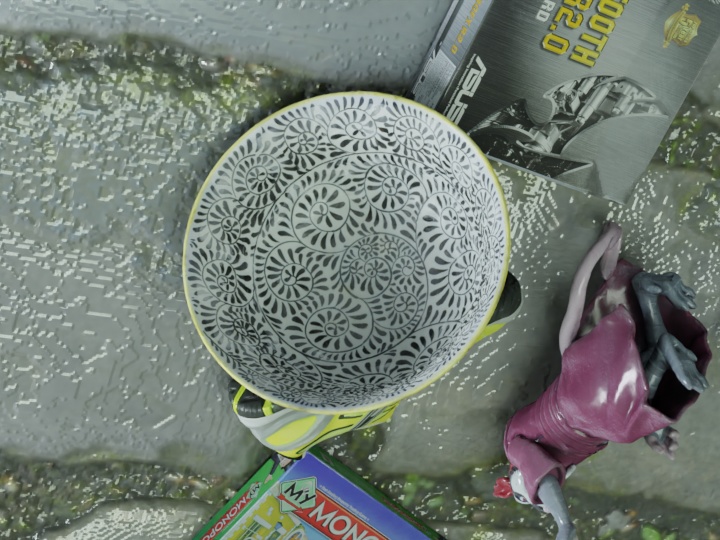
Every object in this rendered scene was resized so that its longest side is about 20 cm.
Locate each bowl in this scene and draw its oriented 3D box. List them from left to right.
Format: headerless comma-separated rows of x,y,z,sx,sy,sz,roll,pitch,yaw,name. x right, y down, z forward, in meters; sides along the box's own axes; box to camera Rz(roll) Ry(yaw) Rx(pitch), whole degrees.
0.000,0.000,1.315,0.201,0.201,0.094,-36,159,1,bowl

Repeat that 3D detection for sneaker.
0.014,0.054,1.395,0.200,0.075,0.076,-24,135,3,sneaker

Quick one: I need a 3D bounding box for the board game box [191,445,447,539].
-0.019,0.212,1.485,0.135,0.029,0.200,-46,122,9,board game box

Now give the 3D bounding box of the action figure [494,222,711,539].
0.141,0.093,1.426,0.149,0.134,0.200,46,128,2,action figure

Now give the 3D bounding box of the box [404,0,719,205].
0.140,-0.155,1.333,0.158,0.048,0.200,19,109,-26,box
